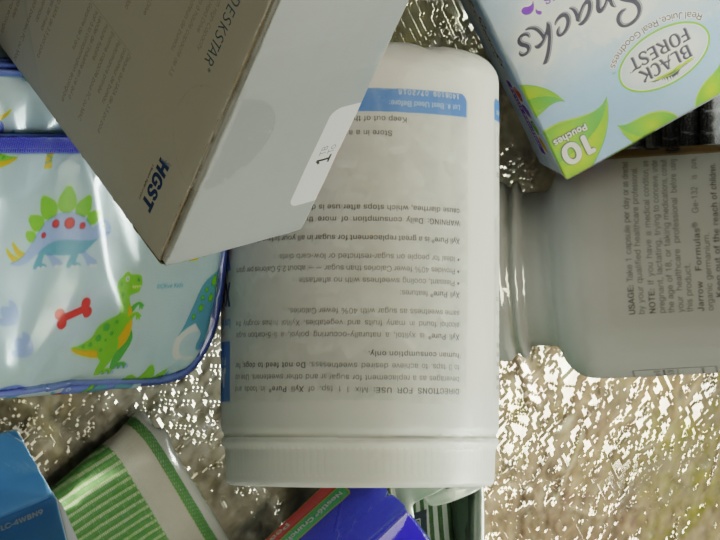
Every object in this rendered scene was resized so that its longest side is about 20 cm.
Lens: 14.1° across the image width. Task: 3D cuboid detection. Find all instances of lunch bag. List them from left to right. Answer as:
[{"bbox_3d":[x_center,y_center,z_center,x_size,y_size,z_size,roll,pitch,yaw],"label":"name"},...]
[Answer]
[{"bbox_3d":[-0.151,-0.027,1.283,0.200,0.082,0.161,-1,103,-41],"label":"lunch bag"}]

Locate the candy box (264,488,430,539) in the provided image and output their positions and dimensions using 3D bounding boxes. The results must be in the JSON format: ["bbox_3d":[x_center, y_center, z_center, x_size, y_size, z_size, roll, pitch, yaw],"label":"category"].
[{"bbox_3d":[-0.001,0.226,1.441,0.169,0.077,0.200,-41,120,-10],"label":"candy box"}]

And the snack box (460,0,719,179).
[{"bbox_3d":[0.111,-0.166,1.406,0.142,0.053,0.200,-29,108,-4],"label":"snack box"}]

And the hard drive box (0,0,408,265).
[{"bbox_3d":[-0.082,-0.130,1.187,0.077,0.200,0.156,-16,147,-37],"label":"hard drive box"}]

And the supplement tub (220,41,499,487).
[{"bbox_3d":[0.000,0.000,1.352,0.132,0.132,0.201,4,85,-41],"label":"supplement tub"}]

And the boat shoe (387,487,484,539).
[{"bbox_3d":[0.039,0.098,1.494,0.073,0.067,0.201,-24,120,-32],"label":"boat shoe"}]

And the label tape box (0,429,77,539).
[{"bbox_3d":[-0.176,0.188,1.293,0.143,0.066,0.200,-21,116,3],"label":"label tape box"}]

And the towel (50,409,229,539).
[{"bbox_3d":[-0.144,0.181,1.402,0.200,0.023,0.153,-41,127,-19],"label":"towel"}]

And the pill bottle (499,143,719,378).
[{"bbox_3d":[0.144,-0.004,1.456,0.199,0.114,0.115,-3,115,8],"label":"pill bottle"}]

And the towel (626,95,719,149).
[{"bbox_3d":[0.211,-0.101,1.555,0.165,0.085,0.201,-22,119,-33],"label":"towel"}]
